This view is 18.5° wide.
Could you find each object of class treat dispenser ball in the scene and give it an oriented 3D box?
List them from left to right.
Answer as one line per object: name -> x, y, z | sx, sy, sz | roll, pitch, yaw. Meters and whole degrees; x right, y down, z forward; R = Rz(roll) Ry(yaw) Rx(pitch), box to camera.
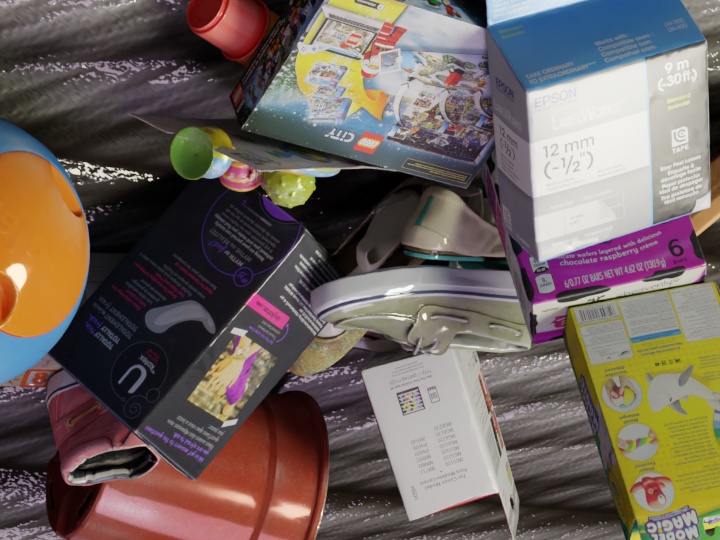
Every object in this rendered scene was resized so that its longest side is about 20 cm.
treat dispenser ball -> -0.291, -0.014, 1.559 | 0.199, 0.202, 0.201 | -10, 147, -6

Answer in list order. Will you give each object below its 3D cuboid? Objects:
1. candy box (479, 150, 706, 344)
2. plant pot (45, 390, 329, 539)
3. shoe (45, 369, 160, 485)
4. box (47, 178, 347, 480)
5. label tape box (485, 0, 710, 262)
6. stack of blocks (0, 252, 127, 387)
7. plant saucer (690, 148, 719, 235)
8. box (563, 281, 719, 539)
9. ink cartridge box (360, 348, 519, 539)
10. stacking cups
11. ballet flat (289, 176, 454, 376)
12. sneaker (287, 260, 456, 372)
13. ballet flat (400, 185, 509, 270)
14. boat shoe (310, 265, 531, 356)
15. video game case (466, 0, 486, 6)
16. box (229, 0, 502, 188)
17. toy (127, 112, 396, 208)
candy box -> 0.168, -0.056, 1.666 | 0.135, 0.201, 0.061 | -13, 147, -4
plant pot -> -0.159, 0.180, 1.930 | 0.194, 0.202, 0.201 | 17, 137, -27
shoe -> -0.156, 0.109, 1.786 | 0.198, 0.092, 0.072 | -17, 148, 4
box -> -0.121, 0.037, 1.697 | 0.200, 0.122, 0.106 | -49, 145, -6
label tape box -> 0.167, -0.122, 1.543 | 0.142, 0.066, 0.201 | -17, 124, -16
stack of blocks -> -0.201, 0.042, 1.809 | 0.198, 0.059, 0.115 | 2, 144, -24
plant saucer -> 0.284, -0.069, 1.758 | 0.200, 0.038, 0.200 | -41, 177, -2
box -> 0.226, 0.111, 1.568 | 0.116, 0.201, 0.049 | -10, 147, -7
ink cartridge box -> 0.072, 0.144, 1.883 | 0.083, 0.177, 0.200 | -18, -178, 7
stacking cups -> -0.040, -0.150, 1.583 | 0.060, 0.061, 0.200 | -31, 141, 25
ballet flat -> 0.000, 0.000, 1.763 | 0.200, 0.071, 0.071 | -46, 141, 5
sneaker -> -0.014, 0.024, 1.836 | 0.199, 0.081, 0.086 | -22, 143, 10
ballet flat -> 0.094, -0.030, 1.737 | 0.069, 0.070, 0.200 | -27, 163, 20
boat shoe -> 0.055, 0.033, 1.693 | 0.199, 0.063, 0.072 | -1, 166, -30
video game case -> 0.104, -0.201, 1.574 | 0.199, 0.036, 0.181 | -34, 142, 28
box -> 0.026, -0.138, 1.554 | 0.199, 0.038, 0.137 | 13, 129, -33
toy -> -0.072, -0.074, 1.570 | 0.200, 0.115, 0.048 | 2, 109, -63
